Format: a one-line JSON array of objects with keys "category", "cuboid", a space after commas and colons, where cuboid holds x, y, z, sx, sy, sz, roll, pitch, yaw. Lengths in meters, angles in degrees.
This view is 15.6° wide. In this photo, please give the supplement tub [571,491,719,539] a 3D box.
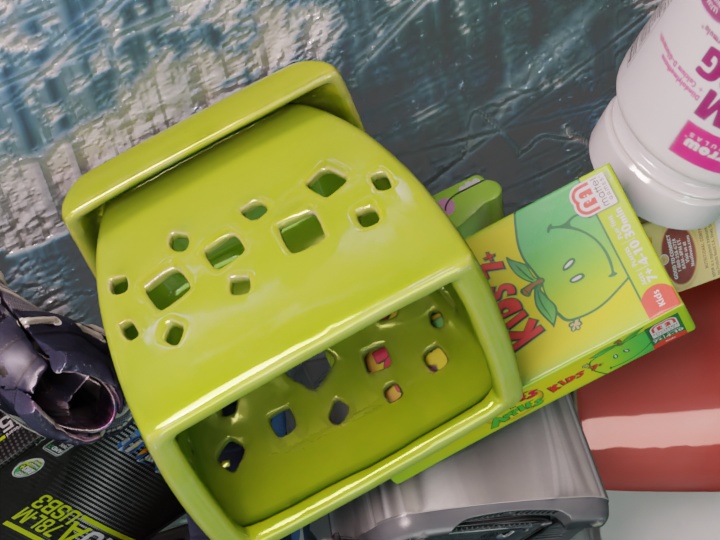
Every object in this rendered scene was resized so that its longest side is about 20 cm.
[{"category": "supplement tub", "cuboid": [0.198, 0.189, 1.942, 0.144, 0.145, 0.200, -20, 179, -17]}]

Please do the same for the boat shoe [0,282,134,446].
[{"category": "boat shoe", "cuboid": [-0.158, 0.070, 1.459, 0.075, 0.093, 0.200, -54, 150, 2]}]

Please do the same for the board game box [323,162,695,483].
[{"category": "board game box", "cuboid": [0.083, 0.032, 1.544, 0.200, 0.102, 0.048, -28, 156, 5]}]

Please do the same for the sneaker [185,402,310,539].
[{"category": "sneaker", "cuboid": [-0.073, 0.130, 1.634, 0.074, 0.200, 0.082, -6, 174, 15]}]

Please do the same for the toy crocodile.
[{"category": "toy crocodile", "cuboid": [0.000, 0.000, 1.601, 0.200, 0.062, 0.068, -24, 152, -12]}]

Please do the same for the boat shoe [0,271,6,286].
[{"category": "boat shoe", "cuboid": [-0.278, 0.063, 1.443, 0.200, 0.060, 0.074, -25, 150, -10]}]

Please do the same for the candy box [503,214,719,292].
[{"category": "candy box", "cuboid": [0.164, -0.017, 1.669, 0.200, 0.055, 0.115, -18, -165, -20]}]

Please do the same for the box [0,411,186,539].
[{"category": "box", "cuboid": [-0.198, 0.140, 1.664, 0.193, 0.048, 0.200, -36, 151, 7]}]

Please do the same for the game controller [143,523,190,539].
[{"category": "game controller", "cuboid": [-0.141, 0.207, 1.738, 0.200, 0.042, 0.104, -22, -156, 43]}]

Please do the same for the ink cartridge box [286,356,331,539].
[{"category": "ink cartridge box", "cuboid": [-0.013, 0.170, 1.779, 0.086, 0.148, 0.200, -6, 144, -33]}]

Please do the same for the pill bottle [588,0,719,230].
[{"category": "pill bottle", "cuboid": [0.220, -0.122, 1.549, 0.113, 0.113, 0.200, -9, 146, -34]}]

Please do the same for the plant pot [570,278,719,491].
[{"category": "plant pot", "cuboid": [0.199, 0.064, 1.776, 0.177, 0.201, 0.201, -9, 147, -16]}]

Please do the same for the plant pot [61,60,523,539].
[{"category": "plant pot", "cuboid": [-0.045, 0.012, 1.451, 0.200, 0.182, 0.199, -28, 152, -2]}]

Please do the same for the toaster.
[{"category": "toaster", "cuboid": [0.050, 0.115, 1.632, 0.200, 0.129, 0.114, -3, 158, -26]}]
